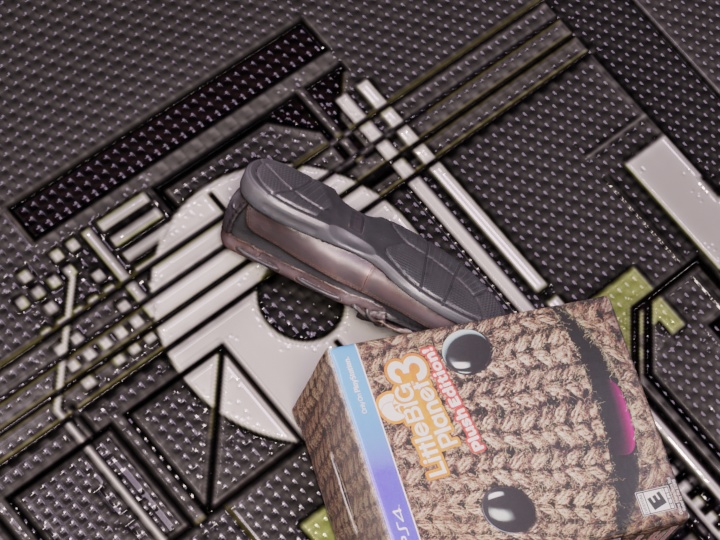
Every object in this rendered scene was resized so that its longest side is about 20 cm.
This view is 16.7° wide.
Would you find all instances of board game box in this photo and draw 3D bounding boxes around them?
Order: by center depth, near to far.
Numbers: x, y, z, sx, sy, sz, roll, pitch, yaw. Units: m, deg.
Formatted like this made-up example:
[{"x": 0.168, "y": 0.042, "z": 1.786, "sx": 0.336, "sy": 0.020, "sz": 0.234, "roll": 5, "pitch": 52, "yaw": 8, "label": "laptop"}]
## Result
[{"x": 0.080, "y": 0.121, "z": 1.549, "sx": 0.198, "sy": 0.097, "sz": 0.160, "roll": -11, "pitch": 67, "yaw": -21, "label": "board game box"}]

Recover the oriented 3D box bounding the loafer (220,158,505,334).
[{"x": 0.000, "y": 0.000, "z": 1.620, "sx": 0.199, "sy": 0.063, "sz": 0.072, "roll": 31, "pitch": 29, "yaw": -4, "label": "loafer"}]
